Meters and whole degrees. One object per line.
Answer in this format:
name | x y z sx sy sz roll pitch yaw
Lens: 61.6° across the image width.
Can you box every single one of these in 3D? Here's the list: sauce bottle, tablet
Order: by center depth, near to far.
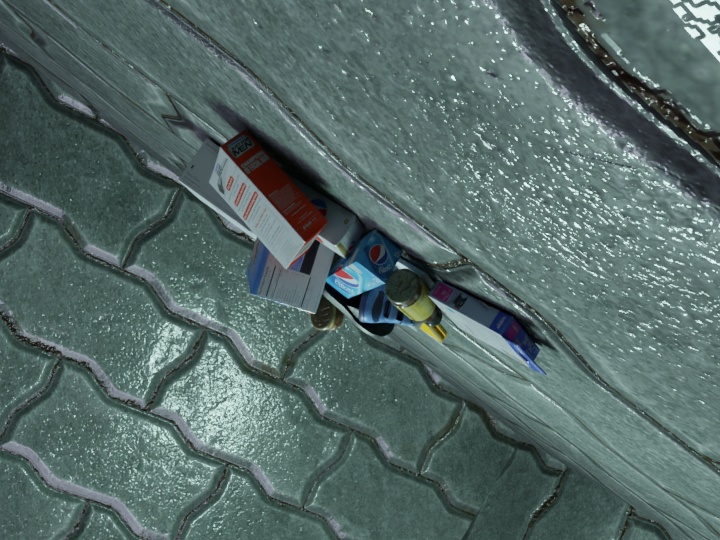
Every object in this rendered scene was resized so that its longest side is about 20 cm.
sauce bottle | 0.100 0.056 1.066 0.064 0.066 0.200 31 175 27
tablet | 0.102 0.018 1.146 0.129 0.014 0.200 33 172 31

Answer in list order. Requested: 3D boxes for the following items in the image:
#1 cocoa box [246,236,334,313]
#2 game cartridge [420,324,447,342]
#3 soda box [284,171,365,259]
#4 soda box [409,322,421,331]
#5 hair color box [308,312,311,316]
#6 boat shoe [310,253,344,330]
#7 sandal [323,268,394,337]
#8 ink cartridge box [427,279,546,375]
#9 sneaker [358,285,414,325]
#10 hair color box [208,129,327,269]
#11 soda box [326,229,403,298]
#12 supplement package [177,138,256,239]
cocoa box | -0.141 -0.018 1.170 0.128 0.137 0.200 17 -174 -15
game cartridge | 0.120 0.099 1.556 0.198 0.033 0.176 35 174 32
soda box | -0.090 -0.104 1.059 0.198 0.064 0.068 33 173 23
soda box | 0.060 0.049 1.336 0.198 0.069 0.064 33 174 20
hair color box | -0.135 0.007 1.406 0.202 0.061 0.101 55 154 2
boat shoe | -0.057 0.024 1.264 0.071 0.206 0.067 3 174 36
sandal | 0.002 0.068 1.195 0.199 0.077 0.047 37 140 -27
ink cartridge box | 0.209 0.090 0.975 0.119 0.042 0.199 42 174 -41
sneaker | 0.066 0.065 1.146 0.081 0.076 0.198 19 -168 31
hair color box | -0.153 -0.114 0.989 0.200 0.064 0.111 47 147 0
soda box | 0.000 -0.007 1.076 0.064 0.069 0.200 35 161 -10
supplement package | -0.270 -0.167 1.330 0.198 0.112 0.156 34 174 8
